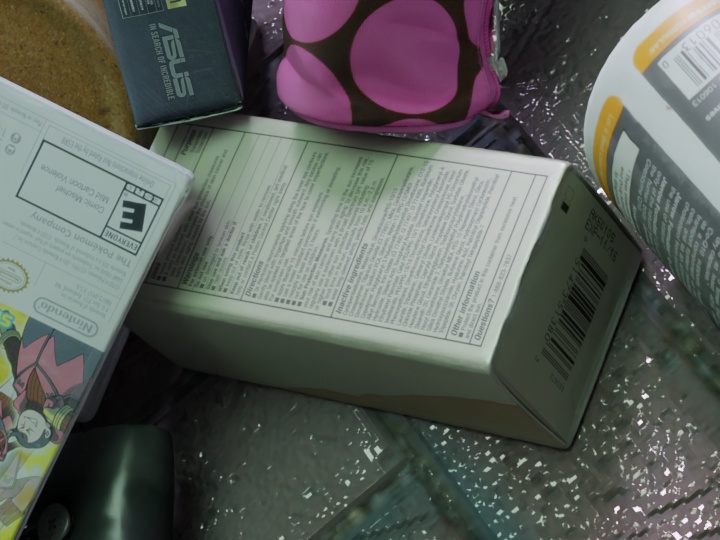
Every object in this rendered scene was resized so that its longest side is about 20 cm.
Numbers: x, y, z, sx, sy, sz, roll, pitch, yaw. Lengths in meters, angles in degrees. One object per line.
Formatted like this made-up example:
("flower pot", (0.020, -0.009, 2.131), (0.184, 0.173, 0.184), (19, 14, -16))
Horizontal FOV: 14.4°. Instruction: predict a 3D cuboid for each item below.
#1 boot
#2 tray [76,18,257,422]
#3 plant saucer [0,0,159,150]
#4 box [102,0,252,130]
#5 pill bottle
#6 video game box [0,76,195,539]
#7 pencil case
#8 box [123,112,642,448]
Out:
("boot", (-0.082, 0.152, 1.105), (0.164, 0.066, 0.200), (-20, 51, 28))
("tray", (-0.118, -0.026, 1.264), (0.107, 0.022, 0.200), (8, 67, 34))
("plant saucer", (-0.165, -0.052, 1.173), (0.035, 0.200, 0.201), (-20, 45, 64))
("box", (-0.090, -0.179, 1.176), (0.051, 0.201, 0.158), (-12, 23, 6))
("pill bottle", (0.175, -0.013, 1.019), (0.116, 0.116, 0.200), (-40, 51, 4))
("video game box", (-0.192, 0.000, 1.109), (0.183, 0.200, 0.047), (-64, 8, -2))
("pencil case", (0.022, -0.155, 1.112), (0.093, 0.091, 0.201), (7, 105, 5))
("box", (0.000, 0.000, 1.140), (0.200, 0.078, 0.095), (12, 70, 35))
